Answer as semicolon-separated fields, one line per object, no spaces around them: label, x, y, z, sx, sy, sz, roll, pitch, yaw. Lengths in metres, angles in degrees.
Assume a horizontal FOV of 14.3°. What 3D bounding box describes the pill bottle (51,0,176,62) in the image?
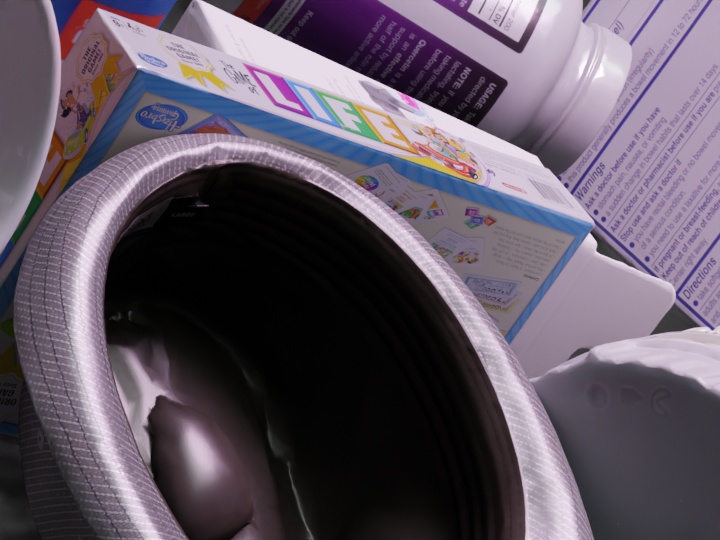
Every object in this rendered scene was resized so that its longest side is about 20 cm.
pill bottle;-0.110;-0.127;1.015;0.112;0.200;0.112;29;20;-12

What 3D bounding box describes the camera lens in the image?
camera lens;0.131;0.100;0.934;0.160;0.160;0.200;45;22;26

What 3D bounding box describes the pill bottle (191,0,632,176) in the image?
pill bottle;0.026;-0.126;1.367;0.200;0.113;0.113;31;20;-13

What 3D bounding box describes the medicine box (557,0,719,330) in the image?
medicine box;0.202;-0.075;1.428;0.200;0.182;0.103;44;21;24

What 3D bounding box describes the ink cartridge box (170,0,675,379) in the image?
ink cartridge box;0.000;0.000;1.025;0.200;0.115;0.068;23;23;-32

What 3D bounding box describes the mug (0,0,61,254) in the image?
mug;-0.213;-0.067;0.786;0.200;0.134;0.177;29;27;31

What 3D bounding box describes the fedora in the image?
fedora;-0.031;0.061;0.831;0.177;0.090;0.200;-18;71;-45

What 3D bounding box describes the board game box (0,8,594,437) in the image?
board game box;-0.035;0.005;0.927;0.200;0.135;0.034;17;25;-41

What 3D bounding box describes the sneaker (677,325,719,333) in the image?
sneaker;0.194;0.093;1.190;0.200;0.077;0.085;30;25;-13
